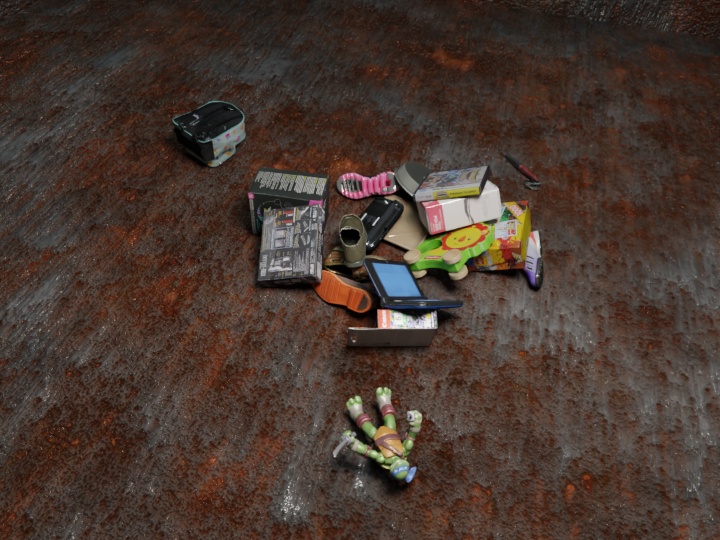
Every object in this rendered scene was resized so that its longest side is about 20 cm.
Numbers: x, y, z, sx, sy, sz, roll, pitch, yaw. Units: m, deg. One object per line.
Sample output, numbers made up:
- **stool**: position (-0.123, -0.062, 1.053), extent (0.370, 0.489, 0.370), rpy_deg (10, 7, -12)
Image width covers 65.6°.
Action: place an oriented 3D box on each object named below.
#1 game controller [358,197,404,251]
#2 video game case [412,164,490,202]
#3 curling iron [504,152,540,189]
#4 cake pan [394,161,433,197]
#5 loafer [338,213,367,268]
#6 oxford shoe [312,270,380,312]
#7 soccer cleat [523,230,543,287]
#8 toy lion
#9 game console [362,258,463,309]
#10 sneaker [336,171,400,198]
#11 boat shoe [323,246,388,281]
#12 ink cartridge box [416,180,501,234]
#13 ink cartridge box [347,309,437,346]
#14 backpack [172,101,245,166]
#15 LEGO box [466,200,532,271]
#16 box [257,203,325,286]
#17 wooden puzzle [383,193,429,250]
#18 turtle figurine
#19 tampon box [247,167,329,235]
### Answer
- **game controller**: position (0.038, -0.132, 1.557), extent (0.104, 0.042, 0.200), rpy_deg (14, 52, 35)
- **video game case**: position (0.250, -0.238, 1.515), extent (0.179, 0.026, 0.200), rpy_deg (-4, 25, 22)
- **curling iron**: position (0.522, -0.329, 1.821), extent (0.049, 0.026, 0.201), rpy_deg (-8, 47, -16)
- **cake pan**: position (0.192, -0.254, 1.656), extent (0.199, 0.037, 0.201), rpy_deg (26, 32, -18)
- **loafer**: position (-0.018, -0.091, 1.443), extent (0.074, 0.070, 0.201), rpy_deg (-9, 39, -1)
- **oxford shoe**: position (-0.039, 0.052, 1.403), extent (0.199, 0.072, 0.073), rpy_deg (27, 17, 30)
- **soccer cleat**: position (0.454, -0.029, 1.507), extent (0.073, 0.068, 0.201), rpy_deg (-5, 44, 19)
- **toy lion**: position (0.238, -0.061, 1.451), extent (0.199, 0.069, 0.192), rpy_deg (1, 39, 42)
- **game console**: position (0.126, 0.031, 1.316), extent (0.170, 0.120, 0.199), rpy_deg (-2, -3, 37)
- **sneaker**: position (0.028, -0.260, 1.704), extent (0.198, 0.080, 0.095), rpy_deg (2, 9, 13)
- **boat shoe**: position (0.000, 0.000, 1.444), extent (0.199, 0.072, 0.068), rpy_deg (14, 47, 25)
- **ink cartridge box**: position (0.262, -0.178, 1.510), extent (0.198, 0.085, 0.146), rpy_deg (-16, 23, 0)
- **ink cartridge box**: position (0.069, 0.132, 1.281), extent (0.198, 0.109, 0.051), rpy_deg (1, 61, -3)
- **backpack**: position (-0.466, -0.441, 1.779), extent (0.175, 0.154, 0.200), rpy_deg (32, 62, 23)
- **LEGO box**: position (0.375, -0.094, 1.515), extent (0.148, 0.078, 0.201), rpy_deg (-3, 41, 27)
- **box**: position (-0.175, -0.063, 1.426), extent (0.156, 0.050, 0.202), rpy_deg (-6, 67, 15)
- **wooden puzzle**: position (0.116, -0.137, 1.607), extent (0.199, 0.037, 0.185), rpy_deg (21, 48, 22)
- **turtle figurine**: position (0.038, 0.294, 1.084), extent (0.144, 0.200, 0.194), rpy_deg (-45, 30, 6)
- **tampon box**: position (-0.194, -0.181, 1.545), extent (0.198, 0.151, 0.127), rpy_deg (8, 45, 4)
